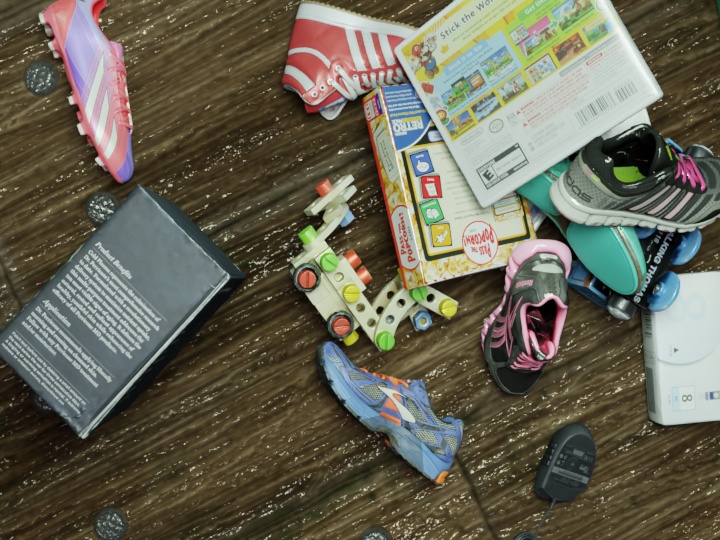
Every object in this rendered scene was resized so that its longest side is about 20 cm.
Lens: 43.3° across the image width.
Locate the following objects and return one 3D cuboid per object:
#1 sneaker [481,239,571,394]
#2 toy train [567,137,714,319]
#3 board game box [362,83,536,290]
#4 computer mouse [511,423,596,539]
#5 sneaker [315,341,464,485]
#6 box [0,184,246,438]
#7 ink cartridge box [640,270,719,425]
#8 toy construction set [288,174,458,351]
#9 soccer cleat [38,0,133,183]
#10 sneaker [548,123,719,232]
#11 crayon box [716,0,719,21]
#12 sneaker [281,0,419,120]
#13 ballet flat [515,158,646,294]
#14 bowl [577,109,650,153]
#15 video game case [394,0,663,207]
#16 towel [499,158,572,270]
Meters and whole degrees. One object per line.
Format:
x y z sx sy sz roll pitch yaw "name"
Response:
0.174 0.069 0.934 0.077 0.096 0.203 0 131 -4 "sneaker"
0.304 -0.044 0.969 0.086 0.114 0.203 29 87 -22 "toy train"
0.096 -0.095 0.941 0.149 0.046 0.204 -11 87 -26 "board game box"
0.205 0.263 1.009 0.058 0.034 0.203 23 93 -20 "computer mouse"
0.031 0.141 0.981 0.200 0.075 0.079 42 78 -11 "sneaker"
-0.224 0.037 0.892 0.124 0.200 0.197 45 87 -2 "box"
0.416 0.080 1.011 0.196 0.047 0.164 -5 90 -2 "ink cartridge box"
0.000 0.000 0.960 0.130 0.092 0.201 -36 92 -3 "toy construction set"
-0.273 -0.195 0.959 0.075 0.067 0.203 -22 89 -8 "soccer cleat"
0.279 -0.090 0.845 0.196 0.088 0.075 -1 55 -14 "sneaker"
0.482 -0.233 1.014 0.123 0.052 0.204 -11 90 -4 "crayon box"
0.009 -0.206 0.958 0.197 0.071 0.115 19 89 19 "sneaker"
0.225 -0.066 0.913 0.070 0.068 0.200 -35 75 -35 "ballet flat"
0.223 -0.212 0.942 0.074 0.199 0.204 -19 90 31 "bowl"
0.152 -0.188 0.855 0.198 0.023 0.184 -32 87 30 "video game case"
0.130 -0.118 1.005 0.199 0.024 0.148 39 87 -3 "towel"
